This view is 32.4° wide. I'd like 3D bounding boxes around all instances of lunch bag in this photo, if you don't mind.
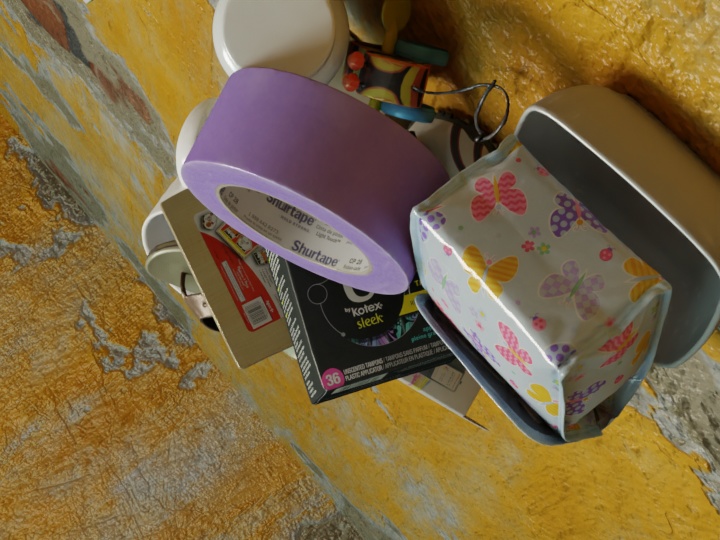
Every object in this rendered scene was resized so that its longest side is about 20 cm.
[{"bbox_3d":[0.127,0.032,0.913,0.170,0.127,0.200,48,169,24],"label":"lunch bag"}]

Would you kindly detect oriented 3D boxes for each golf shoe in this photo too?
[{"bbox_3d":[0.098,-0.067,1.096,0.200,0.088,0.077,43,163,29],"label":"golf shoe"}]

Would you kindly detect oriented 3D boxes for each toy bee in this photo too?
[{"bbox_3d":[0.026,-0.169,1.029,0.199,0.108,0.133,-6,79,61],"label":"toy bee"}]

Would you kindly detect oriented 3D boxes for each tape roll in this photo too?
[{"bbox_3d":[-0.034,-0.066,0.963,0.198,0.086,0.200,24,165,7],"label":"tape roll"}]

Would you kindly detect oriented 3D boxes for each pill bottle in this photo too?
[{"bbox_3d":[-0.066,-0.199,1.035,0.115,0.114,0.200,52,-177,-7],"label":"pill bottle"}]

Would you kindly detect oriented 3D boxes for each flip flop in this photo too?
[{"bbox_3d":[-0.129,0.037,1.235,0.199,0.058,0.081,34,144,-2],"label":"flip flop"}]

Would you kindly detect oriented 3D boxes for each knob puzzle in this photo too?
[{"bbox_3d":[-0.069,-0.026,1.197,0.220,0.219,0.030,49,164,3],"label":"knob puzzle"}]

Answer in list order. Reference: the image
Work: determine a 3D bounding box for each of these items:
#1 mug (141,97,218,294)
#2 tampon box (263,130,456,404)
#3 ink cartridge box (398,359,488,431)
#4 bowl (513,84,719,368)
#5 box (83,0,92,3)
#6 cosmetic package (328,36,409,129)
[{"bbox_3d":[-0.133,-0.085,1.296,0.146,0.176,0.201,5,137,31],"label":"mug"},{"bbox_3d":[0.000,0.000,1.121,0.126,0.148,0.202,126,127,-76],"label":"tampon box"},{"bbox_3d":[0.055,0.083,1.283,0.199,0.068,0.117,33,177,-31],"label":"ink cartridge box"},{"bbox_3d":[0.200,-0.038,0.911,0.200,0.074,0.200,46,162,16],"label":"bowl"},{"bbox_3d":[-0.201,-0.362,1.052,0.177,0.200,0.097,54,163,-15],"label":"box"},{"bbox_3d":[-0.042,-0.192,1.220,0.200,0.073,0.104,44,163,17],"label":"cosmetic package"}]
